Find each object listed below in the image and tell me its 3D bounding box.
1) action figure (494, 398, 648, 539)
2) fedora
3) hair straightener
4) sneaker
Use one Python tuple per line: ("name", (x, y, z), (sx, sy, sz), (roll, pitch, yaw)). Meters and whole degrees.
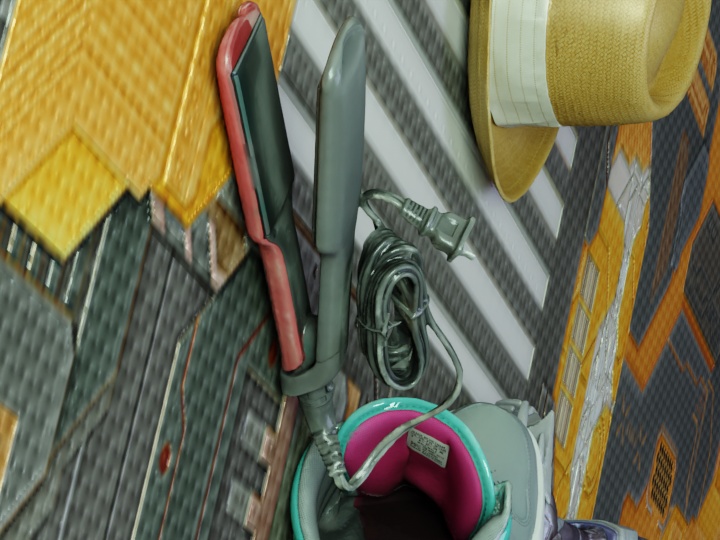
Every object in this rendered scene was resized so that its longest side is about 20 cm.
("action figure", (0.071, 0.131, 1.334), (0.200, 0.069, 0.131), (44, 63, -66))
("fedora", (0.105, -0.122, 1.287), (0.201, 0.081, 0.202), (8, 90, -74))
("hair straightener", (0.000, 0.000, 1.001), (0.041, 0.077, 0.201), (-66, 157, -48))
("sneaker", (0.025, 0.087, 1.131), (0.200, 0.083, 0.121), (-61, 163, -48))
